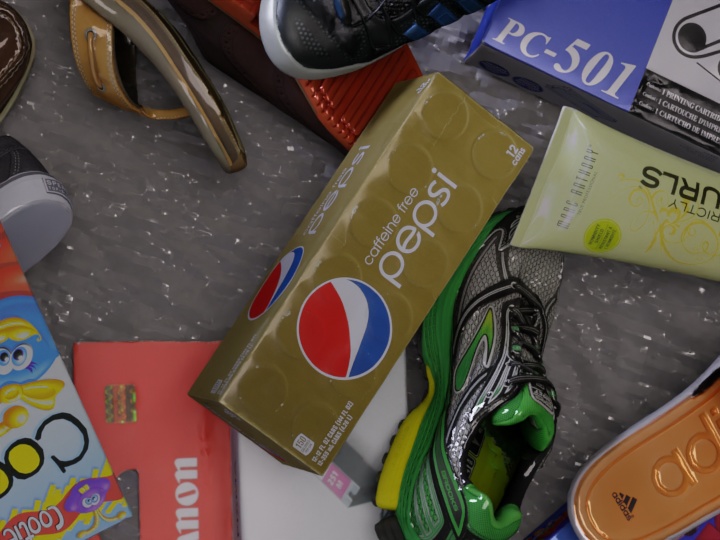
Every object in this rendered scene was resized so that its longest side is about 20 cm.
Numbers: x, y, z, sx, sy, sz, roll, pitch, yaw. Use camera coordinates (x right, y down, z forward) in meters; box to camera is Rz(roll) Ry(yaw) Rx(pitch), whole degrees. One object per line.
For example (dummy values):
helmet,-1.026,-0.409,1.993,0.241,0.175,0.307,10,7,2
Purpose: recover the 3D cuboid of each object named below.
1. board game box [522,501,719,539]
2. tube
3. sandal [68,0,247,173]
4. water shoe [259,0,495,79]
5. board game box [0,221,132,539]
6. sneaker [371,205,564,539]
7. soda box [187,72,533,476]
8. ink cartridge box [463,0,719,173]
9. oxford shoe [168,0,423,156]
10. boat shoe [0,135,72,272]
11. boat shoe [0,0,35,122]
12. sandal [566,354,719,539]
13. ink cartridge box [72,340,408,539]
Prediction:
board game box,0.185,0.196,1.091,0.134,0.045,0.201,-38,92,-12
tube,0.175,-0.025,1.079,0.199,0.052,0.059,15,64,-27
sandal,-0.131,-0.123,1.055,0.054,0.080,0.200,-42,91,4
water shoe,0.040,-0.161,1.027,0.199,0.079,0.072,-29,99,-19
board game box,-0.199,0.043,0.957,0.102,0.105,0.201,-27,128,-12
sneaker,0.076,0.058,1.048,0.078,0.085,0.201,31,63,-33
soda box,0.000,0.000,1.023,0.068,0.064,0.201,36,78,-15
ink cartridge box,0.167,-0.119,1.121,0.199,0.044,0.095,25,79,-6
oxford shoe,-0.035,-0.119,1.080,0.200,0.072,0.071,47,59,-19
boat shoe,-0.242,0.001,1.027,0.199,0.070,0.066,-37,62,-1
boat shoe,-0.248,-0.070,1.025,0.202,0.075,0.075,-40,92,-12
sandal,0.201,0.084,1.053,0.206,0.059,0.079,-34,90,-19
ink cartridge box,-0.061,0.130,1.056,0.172,0.044,0.202,-1,84,-12
